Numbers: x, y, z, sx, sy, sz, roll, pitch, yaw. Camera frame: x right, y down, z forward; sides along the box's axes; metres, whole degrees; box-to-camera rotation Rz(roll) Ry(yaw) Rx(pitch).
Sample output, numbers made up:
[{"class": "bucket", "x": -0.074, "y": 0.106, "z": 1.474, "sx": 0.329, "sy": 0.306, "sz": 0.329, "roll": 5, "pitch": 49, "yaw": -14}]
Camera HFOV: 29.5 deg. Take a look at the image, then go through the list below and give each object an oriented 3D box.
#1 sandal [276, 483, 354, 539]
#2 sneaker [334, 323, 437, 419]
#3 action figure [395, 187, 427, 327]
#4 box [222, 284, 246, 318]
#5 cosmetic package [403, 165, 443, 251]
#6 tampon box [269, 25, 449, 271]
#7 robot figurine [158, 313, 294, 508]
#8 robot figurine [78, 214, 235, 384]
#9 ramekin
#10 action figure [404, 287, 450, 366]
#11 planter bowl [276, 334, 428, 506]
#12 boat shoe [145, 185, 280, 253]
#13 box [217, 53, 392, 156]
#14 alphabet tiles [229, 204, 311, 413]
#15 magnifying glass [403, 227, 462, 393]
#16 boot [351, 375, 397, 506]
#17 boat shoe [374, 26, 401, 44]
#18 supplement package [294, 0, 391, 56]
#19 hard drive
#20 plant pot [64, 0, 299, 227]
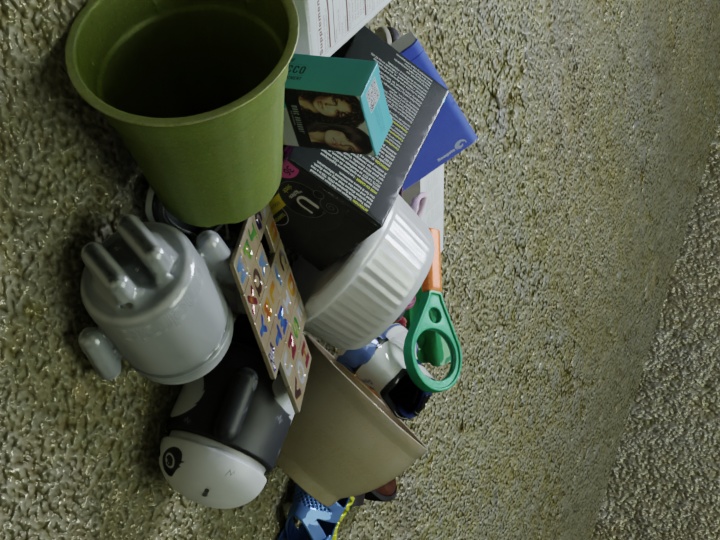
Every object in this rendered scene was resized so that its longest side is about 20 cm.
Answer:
[{"class": "sandal", "x": -0.060, "y": 0.307, "z": 1.748, "sx": 0.087, "sy": 0.079, "sz": 0.201, "roll": -1, "pitch": 101, "yaw": -61}, {"class": "sneaker", "x": 0.042, "y": 0.130, "z": 1.687, "sx": 0.081, "sy": 0.115, "sz": 0.199, "roll": -45, "pitch": 167, "yaw": 8}, {"class": "action figure", "x": 0.042, "y": -0.014, "z": 1.741, "sx": 0.134, "sy": 0.148, "sz": 0.201, "roll": -52, "pitch": 132, "yaw": -55}, {"class": "box", "x": -0.147, "y": 0.021, "z": 1.456, "sx": 0.200, "sy": 0.041, "sz": 0.039, "roll": 35, "pitch": 69, "yaw": -65}, {"class": "cosmetic package", "x": 0.077, "y": -0.103, "z": 1.874, "sx": 0.083, "sy": 0.050, "sz": 0.201, "roll": -47, "pitch": 142, "yaw": -53}, {"class": "tampon box", "x": -0.021, "y": -0.131, "z": 1.481, "sx": 0.150, "sy": 0.126, "sz": 0.201, "roll": -35, "pitch": -157, "yaw": 56}, {"class": "robot figurine", "x": -0.136, "y": 0.150, "z": 1.445, "sx": 0.150, "sy": 0.124, "sz": 0.201, "roll": 46, "pitch": 59, "yaw": -51}, {"class": "robot figurine", "x": -0.188, "y": 0.033, "z": 1.282, "sx": 0.169, "sy": 0.113, "sz": 0.200, "roll": -37, "pitch": 145, "yaw": -7}, {"class": "ramekin", "x": 0.000, "y": 0.000, "z": 1.563, "sx": 0.094, "sy": 0.202, "sz": 0.203, "roll": 38, "pitch": 57, "yaw": -15}, {"class": "action figure", "x": 0.062, "y": 0.043, "z": 1.875, "sx": 0.055, "sy": 0.117, "sz": 0.201, "roll": -101, "pitch": -179, "yaw": -57}, {"class": "planter bowl", "x": -0.037, "y": 0.193, "z": 1.633, "sx": 0.135, "sy": 0.200, "sz": 0.200, "roll": -47, "pitch": 152, "yaw": -2}, {"class": "boat shoe", "x": -0.148, "y": -0.057, "z": 1.385, "sx": 0.200, "sy": 0.067, "sz": 0.072, "roll": 28, "pitch": 76, "yaw": -63}, {"class": "box", "x": -0.074, "y": -0.165, "z": 1.325, "sx": 0.083, "sy": 0.199, "sz": 0.049, "roll": 72, "pitch": 34, "yaw": -48}, {"class": "alphabet tiles", "x": -0.086, "y": 0.036, "z": 1.386, "sx": 0.168, "sy": 0.007, "sz": 0.201, "roll": -80, "pitch": 156, "yaw": -59}, {"class": "magnifying glass", "x": 0.085, "y": 0.047, "z": 1.646, "sx": 0.079, "sy": 0.022, "sz": 0.201, "roll": 12, "pitch": 71, "yaw": -35}, {"class": "boot", "x": 0.007, "y": 0.217, "z": 1.894, "sx": 0.188, "sy": 0.068, "sz": 0.202, "roll": 8, "pitch": 87, "yaw": -59}, {"class": "boat shoe", "x": 0.053, "y": -0.223, "z": 1.714, "sx": 0.073, "sy": 0.062, "sz": 0.201, "roll": -115, "pitch": -166, "yaw": -46}, {"class": "supplement package", "x": -0.057, "y": -0.303, "z": 1.401, "sx": 0.200, "sy": 0.116, "sz": 0.118, "roll": -49, "pitch": 144, "yaw": -46}, {"class": "hard drive", "x": 0.051, "y": -0.187, "z": 1.675, "sx": 0.132, "sy": 0.025, "sz": 0.200, "roll": -34, "pitch": 140, "yaw": 5}, {"class": "plant pot", "x": -0.143, "y": -0.141, "z": 1.221, "sx": 0.190, "sy": 0.199, "sz": 0.201, "roll": 83, "pitch": 30, "yaw": -54}]
